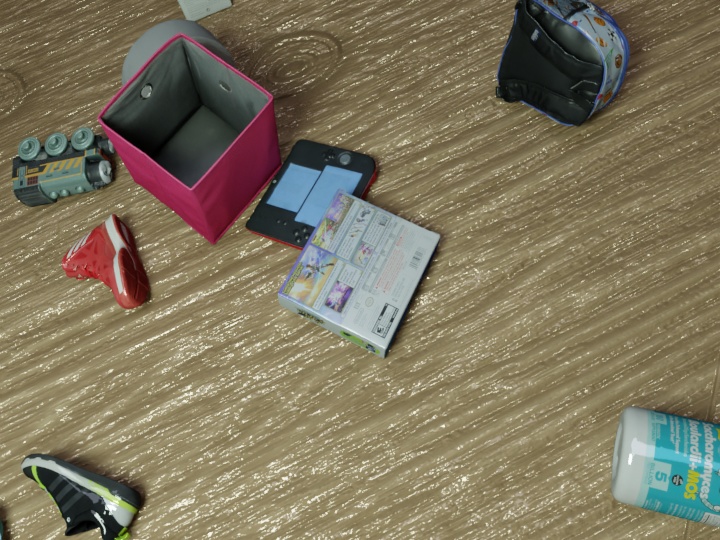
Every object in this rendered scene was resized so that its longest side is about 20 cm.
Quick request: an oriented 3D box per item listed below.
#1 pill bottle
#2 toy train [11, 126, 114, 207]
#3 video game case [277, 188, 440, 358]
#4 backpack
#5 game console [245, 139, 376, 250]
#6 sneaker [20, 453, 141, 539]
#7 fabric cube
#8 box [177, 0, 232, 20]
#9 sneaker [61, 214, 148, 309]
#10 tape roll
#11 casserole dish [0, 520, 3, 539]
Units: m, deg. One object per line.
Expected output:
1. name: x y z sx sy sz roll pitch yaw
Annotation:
1. pill bottle: 0.395 0.230 0.780 0.194 0.112 0.113 9 62 17
2. toy train: -0.543 -0.187 1.251 0.194 0.085 0.117 -9 70 4
3. video game case: 0.000 0.000 1.021 0.178 0.046 0.203 25 67 10
4. backpack: 0.330 -0.335 1.094 0.152 0.202 0.191 -28 60 -22
5. game console: -0.079 -0.126 1.139 0.173 0.031 0.203 19 65 21
6. sneaker: -0.392 0.312 0.925 0.195 0.072 0.085 12 64 19
7. fabric cube: -0.261 -0.206 1.097 0.198 0.200 0.198 35 73 10
8. box: -0.358 -0.655 1.409 0.104 0.202 0.155 -20 58 -1
9. sneaker: -0.421 0.008 1.120 0.114 0.079 0.202 -31 46 3
10. tape roll: -0.318 -0.334 1.212 0.198 0.202 0.066 -37 59 -11
11. casserole dish: -0.574 0.392 0.938 0.194 0.039 0.124 -7 59 9
